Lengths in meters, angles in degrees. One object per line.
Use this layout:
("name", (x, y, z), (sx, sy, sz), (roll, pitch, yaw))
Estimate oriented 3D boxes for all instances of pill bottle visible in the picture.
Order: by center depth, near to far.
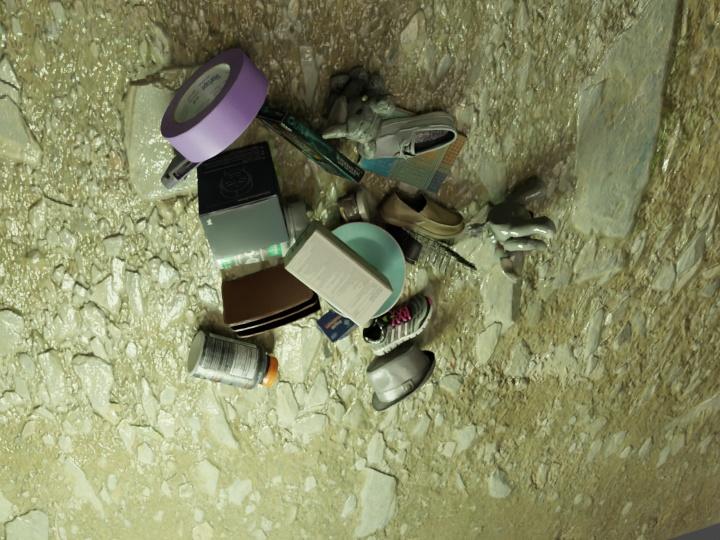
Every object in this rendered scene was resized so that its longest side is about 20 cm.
("pill bottle", (-0.204, -0.077, 1.548), (0.197, 0.114, 0.114), (-12, 129, -4))
("pill bottle", (-0.290, 0.213, 1.756), (0.198, 0.107, 0.107), (18, 121, -26))

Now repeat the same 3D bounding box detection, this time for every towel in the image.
("towel", (0.105, -0.246, 1.556), (0.197, 0.022, 0.148), (15, 122, -25))

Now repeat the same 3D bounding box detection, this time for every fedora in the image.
("fedora", (0.084, 0.240, 1.845), (0.199, 0.177, 0.091), (-33, 108, 13))

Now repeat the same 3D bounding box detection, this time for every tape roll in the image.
("tape roll", (-0.254, -0.286, 1.317), (0.199, 0.201, 0.066), (-37, 128, 15))

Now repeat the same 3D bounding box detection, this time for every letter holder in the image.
("letter holder", (-0.190, 0.080, 1.654), (0.197, 0.143, 0.101), (-18, 130, 0))

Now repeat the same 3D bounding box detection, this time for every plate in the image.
("plate", (0.000, 0.000, 1.579), (0.197, 0.026, 0.204), (2, 97, 13))

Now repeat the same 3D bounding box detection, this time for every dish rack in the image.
("dish rack", (0.152, -0.038, 1.650), (0.198, 0.154, 0.055), (21, 104, -28))

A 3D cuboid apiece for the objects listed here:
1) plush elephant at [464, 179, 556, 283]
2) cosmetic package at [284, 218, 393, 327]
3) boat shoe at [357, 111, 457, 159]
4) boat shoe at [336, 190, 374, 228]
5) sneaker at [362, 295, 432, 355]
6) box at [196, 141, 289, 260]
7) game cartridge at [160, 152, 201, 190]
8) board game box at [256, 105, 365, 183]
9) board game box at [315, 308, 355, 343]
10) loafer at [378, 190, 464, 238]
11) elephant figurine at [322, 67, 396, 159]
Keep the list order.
("plush elephant", (0.341, -0.069, 1.665), (0.197, 0.166, 0.156), (-21, 133, 12))
("cosmetic package", (-0.044, 0.005, 1.497), (0.199, 0.087, 0.104), (40, 100, -16))
("boat shoe", (0.093, -0.256, 1.484), (0.198, 0.072, 0.071), (-16, 130, -3))
("boat shoe", (0.001, -0.081, 1.627), (0.059, 0.072, 0.202), (-8, 133, 11))
("sneaker", (0.082, 0.123, 1.800), (0.199, 0.074, 0.087), (-38, 133, 22))
("box", (-0.225, -0.135, 1.442), (0.146, 0.201, 0.108), (-14, 129, -2))
("game cartridge", (-0.276, -0.235, 1.398), (0.199, 0.130, 0.038), (-36, 109, 15))
("board game box", (-0.096, -0.239, 1.439), (0.199, 0.135, 0.028), (35, 87, -33))
("board game box", (-0.007, 0.085, 1.711), (0.199, 0.200, 0.062), (-40, 85, -9))
("loafer", (0.138, -0.121, 1.624), (0.197, 0.077, 0.068), (7, 132, -19))
("elephant figurine", (-0.005, -0.274, 1.383), (0.139, 0.201, 0.157), (-9, 127, 2))
